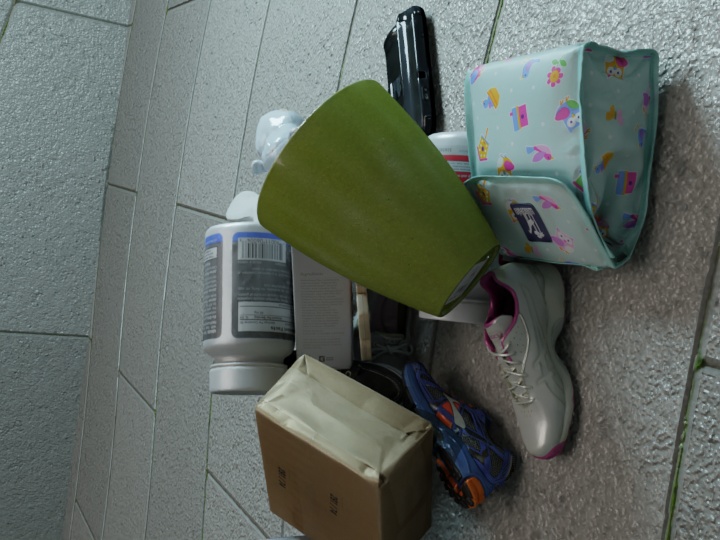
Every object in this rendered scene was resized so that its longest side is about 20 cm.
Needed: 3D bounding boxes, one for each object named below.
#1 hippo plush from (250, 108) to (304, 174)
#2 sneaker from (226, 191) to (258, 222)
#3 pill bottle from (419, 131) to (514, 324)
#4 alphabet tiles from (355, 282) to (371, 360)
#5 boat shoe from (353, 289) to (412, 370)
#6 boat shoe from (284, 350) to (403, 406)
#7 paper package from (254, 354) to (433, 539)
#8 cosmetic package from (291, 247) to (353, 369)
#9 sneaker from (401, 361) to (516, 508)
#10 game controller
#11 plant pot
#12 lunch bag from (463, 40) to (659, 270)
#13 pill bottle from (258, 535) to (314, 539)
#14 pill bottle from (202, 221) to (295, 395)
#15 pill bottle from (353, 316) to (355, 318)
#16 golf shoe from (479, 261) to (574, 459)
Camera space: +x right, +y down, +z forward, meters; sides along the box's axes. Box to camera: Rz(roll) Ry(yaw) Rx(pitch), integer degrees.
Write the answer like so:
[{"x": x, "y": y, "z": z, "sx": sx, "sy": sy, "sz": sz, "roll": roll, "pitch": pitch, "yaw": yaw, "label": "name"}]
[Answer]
[{"x": -0.092, "y": -0.143, "z": 1.295, "sx": 0.159, "sy": 0.160, "sz": 0.201, "roll": -45, "pitch": 43, "yaw": 27, "label": "hippo plush"}, {"x": -0.115, "y": -0.065, "z": 1.281, "sx": 0.075, "sy": 0.088, "sz": 0.200, "roll": -57, "pitch": 33, "yaw": -5, "label": "sneaker"}, {"x": 0.116, "y": -0.044, "z": 0.975, "sx": 0.112, "sy": 0.112, "sz": 0.201, "roll": 4, "pitch": 88, "yaw": 61, "label": "pill bottle"}, {"x": 0.000, "y": 0.000, "z": 1.055, "sx": 0.196, "sy": 0.014, "sz": 0.201, "roll": 86, "pitch": 179, "yaw": -55, "label": "alphabet tiles"}, {"x": 0.034, "y": 0.062, "z": 1.149, "sx": 0.065, "sy": 0.074, "sz": 0.203, "roll": -16, "pitch": 64, "yaw": 64, "label": "boat shoe"}, {"x": -0.030, "y": 0.140, "z": 1.105, "sx": 0.199, "sy": 0.057, "sz": 0.069, "roll": 7, "pitch": 80, "yaw": 29, "label": "boat shoe"}, {"x": -0.017, "y": 0.225, "z": 1.006, "sx": 0.190, "sy": 0.103, "sz": 0.201, "roll": 26, "pitch": 139, "yaw": 30, "label": "paper package"}, {"x": -0.044, "y": 0.008, "z": 1.068, "sx": 0.102, "sy": 0.073, "sz": 0.201, "roll": -93, "pitch": 3, "yaw": -64, "label": "cosmetic package"}, {"x": 0.104, "y": 0.176, "z": 0.994, "sx": 0.076, "sy": 0.078, "sz": 0.200, "roll": 89, "pitch": 157, "yaw": -43, "label": "sneaker"}, {"x": 0.066, "y": -0.253, "z": 1.198, "sx": 0.104, "sy": 0.042, "sz": 0.201, "roll": 129, "pitch": 140, "yaw": -66, "label": "game controller"}, {"x": 0.033, "y": -0.052, "z": 0.875, "sx": 0.200, "sy": 0.187, "sz": 0.188, "roll": 41, "pitch": 128, "yaw": 14, "label": "plant pot"}, {"x": 0.188, "y": -0.104, "z": 0.850, "sx": 0.170, "sy": 0.121, "sz": 0.201, "roll": 8, "pitch": 100, "yaw": 58, "label": "lunch bag"}, {"x": -0.036, "y": 0.377, "z": 1.076, "sx": 0.112, "sy": 0.199, "sz": 0.113, "roll": -13, "pitch": 75, "yaw": 62, "label": "pill bottle"}, {"x": -0.136, "y": 0.050, "z": 1.085, "sx": 0.114, "sy": 0.113, "sz": 0.201, "roll": -18, "pitch": 70, "yaw": 59, "label": "pill bottle"}, {"x": -0.025, "y": 0.168, "z": 1.194, "sx": 0.112, "sy": 0.112, "sz": 0.201, "roll": -30, "pitch": 59, "yaw": 56, "label": "pill bottle"}, {"x": 0.161, "y": 0.088, "z": 0.891, "sx": 0.075, "sy": 0.091, "sz": 0.201, "roll": -24, "pitch": 65, "yaw": 56, "label": "golf shoe"}]
